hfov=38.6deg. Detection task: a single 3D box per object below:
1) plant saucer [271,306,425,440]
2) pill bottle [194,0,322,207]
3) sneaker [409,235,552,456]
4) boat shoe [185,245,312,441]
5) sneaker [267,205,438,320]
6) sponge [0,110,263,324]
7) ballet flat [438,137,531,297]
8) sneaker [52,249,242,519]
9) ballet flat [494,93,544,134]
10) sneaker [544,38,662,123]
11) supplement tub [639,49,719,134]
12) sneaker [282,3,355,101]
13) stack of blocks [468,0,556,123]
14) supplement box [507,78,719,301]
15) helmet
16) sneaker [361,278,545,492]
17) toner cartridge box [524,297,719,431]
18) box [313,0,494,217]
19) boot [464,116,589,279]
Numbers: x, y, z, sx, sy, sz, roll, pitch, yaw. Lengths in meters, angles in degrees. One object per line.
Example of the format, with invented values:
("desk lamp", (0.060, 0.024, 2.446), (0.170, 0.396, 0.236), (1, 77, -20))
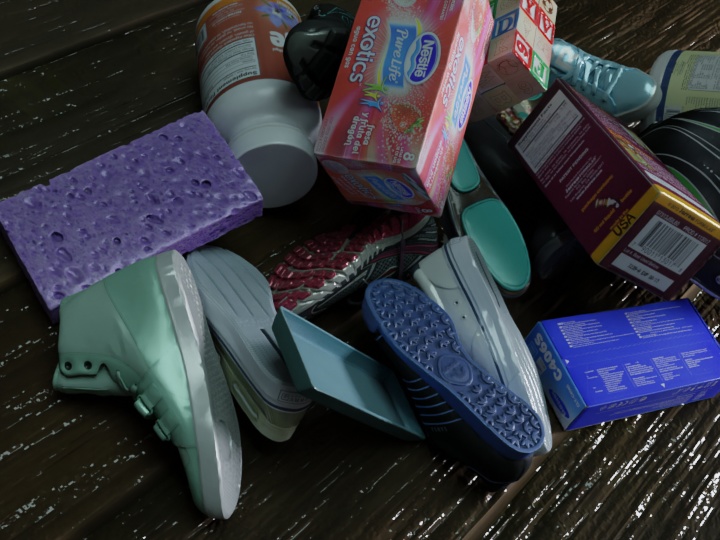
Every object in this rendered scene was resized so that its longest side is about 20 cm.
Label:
("plant saucer", (-0.007, 0.087, 0.791), (0.200, 0.019, 0.070), (37, 23, -58))
("pill bottle", (-0.096, -0.163, 0.977), (0.111, 0.113, 0.202), (4, 51, -22))
("sneaker", (0.106, 0.073, 0.905), (0.202, 0.070, 0.073), (68, 19, 10))
("boat shoe", (-0.099, 0.053, 0.822), (0.071, 0.063, 0.200), (4, 32, -34))
("sneaker", (0.000, 0.000, 0.915), (0.199, 0.076, 0.080), (-33, 28, -30))
("sponge", (-0.190, -0.050, 0.852), (0.198, 0.030, 0.112), (-29, 65, -21))
("ballet flat", (0.098, -0.058, 0.978), (0.072, 0.073, 0.202), (-17, 75, -35))
("sneaker", (-0.162, 0.098, 0.769), (0.117, 0.074, 0.203), (-19, 78, 4))
("ballet flat", (0.187, -0.166, 1.147), (0.075, 0.064, 0.201), (-23, 67, -37))
("sneaker", (0.237, -0.219, 1.155), (0.198, 0.082, 0.075), (18, 80, 34))
("supplement tub", (0.430, -0.172, 1.159), (0.198, 0.147, 0.145), (10, 37, 30))
("sneaker", (-0.032, -0.204, 0.947), (0.079, 0.076, 0.200), (45, 16, 10))
("stack of blocks", (0.093, -0.204, 1.028), (0.058, 0.198, 0.116), (38, 49, -34))
("supplement box", (0.235, -0.079, 0.964), (0.110, 0.086, 0.201), (23, 26, -34))
("helmet", (0.361, -0.064, 1.047), (0.198, 0.190, 0.203), (1, 89, -33))
("sneaker", (0.064, 0.098, 0.857), (0.070, 0.078, 0.200), (-23, 61, -37))
("toner cartridge box", (0.257, 0.086, 0.980), (0.198, 0.043, 0.096), (-6, 54, -30))
("box", (0.043, -0.161, 0.887), (0.093, 0.103, 0.203), (11, 73, 20))
("boot", (0.152, -0.088, 1.042), (0.201, 0.066, 0.164), (50, 21, 15))
